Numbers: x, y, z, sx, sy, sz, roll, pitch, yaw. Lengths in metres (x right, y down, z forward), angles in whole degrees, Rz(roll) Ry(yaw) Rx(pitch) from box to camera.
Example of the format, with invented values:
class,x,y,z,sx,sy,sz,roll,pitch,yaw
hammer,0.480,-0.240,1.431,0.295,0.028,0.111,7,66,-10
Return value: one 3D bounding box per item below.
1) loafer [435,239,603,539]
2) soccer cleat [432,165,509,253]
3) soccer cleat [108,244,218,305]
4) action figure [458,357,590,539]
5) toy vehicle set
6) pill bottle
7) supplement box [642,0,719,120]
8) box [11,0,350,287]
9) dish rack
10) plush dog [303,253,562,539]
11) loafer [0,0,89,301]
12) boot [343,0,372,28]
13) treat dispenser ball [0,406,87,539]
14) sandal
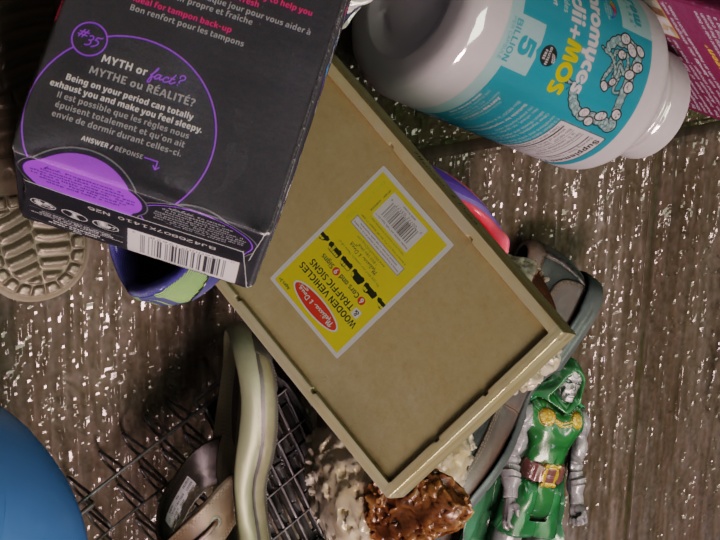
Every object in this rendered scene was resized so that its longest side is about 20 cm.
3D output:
class,x,y,z,sx,sy,sz,roll,pitch,yaw
loafer,0.073,0.072,1.202,0.063,0.072,0.200,39,77,-22
soccer cleat,-0.001,-0.044,1.084,0.200,0.073,0.068,18,99,-38
soccer cleat,-0.110,-0.080,0.955,0.084,0.064,0.201,-26,105,-67
action figure,0.111,0.152,1.265,0.118,0.055,0.201,7,101,-34
toy vehicle set,0.000,0.000,0.988,0.124,0.200,0.026,-43,164,13
pill bottle,0.100,-0.124,1.100,0.200,0.111,0.111,17,99,-40
supplement box,0.246,-0.153,1.134,0.103,0.200,0.131,-50,129,-8
box,-0.072,-0.111,0.886,0.122,0.106,0.201,19,75,-3
dish rack,-0.109,0.146,1.103,0.200,0.054,0.154,-37,128,-20
plush dog,0.016,0.079,1.067,0.160,0.200,0.173,8,82,-5
loafer,-0.180,-0.085,0.946,0.075,0.068,0.201,-7,97,-25
boot,-0.030,-0.149,1.000,0.073,0.090,0.200,43,79,-24
treat dispenser ball,-0.229,0.149,0.920,0.200,0.201,0.202,-14,117,-30
sandal,-0.082,0.125,1.040,0.057,0.080,0.202,0,102,-20
